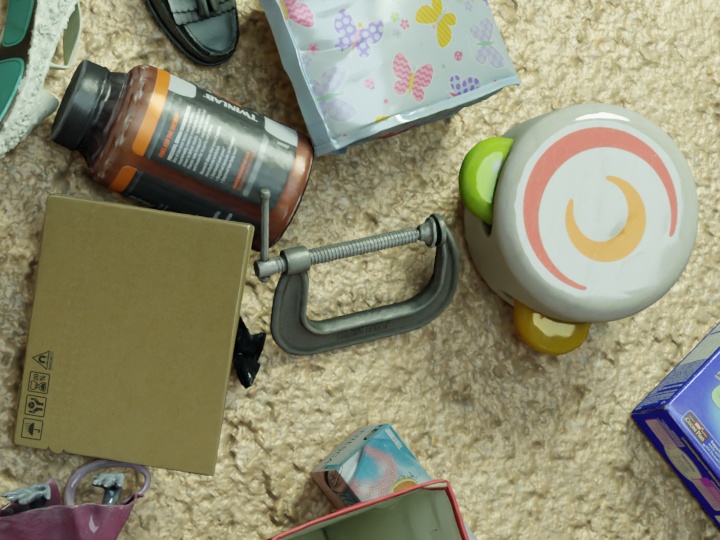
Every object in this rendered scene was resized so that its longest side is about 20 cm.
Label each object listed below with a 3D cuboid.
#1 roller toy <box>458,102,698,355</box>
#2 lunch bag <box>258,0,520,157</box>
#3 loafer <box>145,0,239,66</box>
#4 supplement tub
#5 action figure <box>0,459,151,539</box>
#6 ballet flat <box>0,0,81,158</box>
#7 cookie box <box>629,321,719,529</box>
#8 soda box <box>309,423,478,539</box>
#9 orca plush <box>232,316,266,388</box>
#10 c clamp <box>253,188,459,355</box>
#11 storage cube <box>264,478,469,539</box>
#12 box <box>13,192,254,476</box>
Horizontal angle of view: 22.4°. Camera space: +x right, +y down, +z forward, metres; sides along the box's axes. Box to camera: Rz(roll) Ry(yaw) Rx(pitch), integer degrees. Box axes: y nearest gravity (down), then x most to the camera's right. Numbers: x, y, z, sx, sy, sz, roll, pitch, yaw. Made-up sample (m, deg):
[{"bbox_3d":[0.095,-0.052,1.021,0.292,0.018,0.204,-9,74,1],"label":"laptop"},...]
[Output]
[{"bbox_3d":[0.187,-0.045,1.564,0.182,0.140,0.201,-29,95,-11],"label":"roller toy"},{"bbox_3d":[0.009,-0.196,1.518,0.200,0.127,0.170,-23,92,-40],"label":"lunch bag"},{"bbox_3d":[-0.152,-0.268,1.508,0.072,0.063,0.201,-22,90,-22],"label":"loafer"},{"bbox_3d":[-0.145,-0.098,1.463,0.199,0.107,0.107,24,75,-17],"label":"supplement tub"},{"bbox_3d":[-0.232,0.257,1.400,0.133,0.149,0.201,0,101,8],"label":"action figure"},{"bbox_3d":[-0.261,-0.164,1.453,0.072,0.072,0.201,21,76,-17],"label":"ballet flat"},{"bbox_3d":[0.372,0.125,1.642,0.200,0.075,0.171,-41,97,-21],"label":"cookie box"},{"bbox_3d":[0.049,0.224,1.507,0.064,0.068,0.200,-41,98,-22],"label":"soda box"},{"bbox_3d":[-0.159,0.025,1.458,0.200,0.071,0.105,43,70,-10],"label":"orca plush"},{"bbox_3d":[0.000,0.000,1.493,0.199,0.027,0.171,-8,128,-26],"label":"c clamp"},{"bbox_3d":[-0.021,0.276,1.375,0.199,0.180,0.172,-14,80,-38],"label":"storage cube"},{"bbox_3d":[-0.178,0.051,1.420,0.163,0.021,0.201,9,94,1],"label":"box"}]
